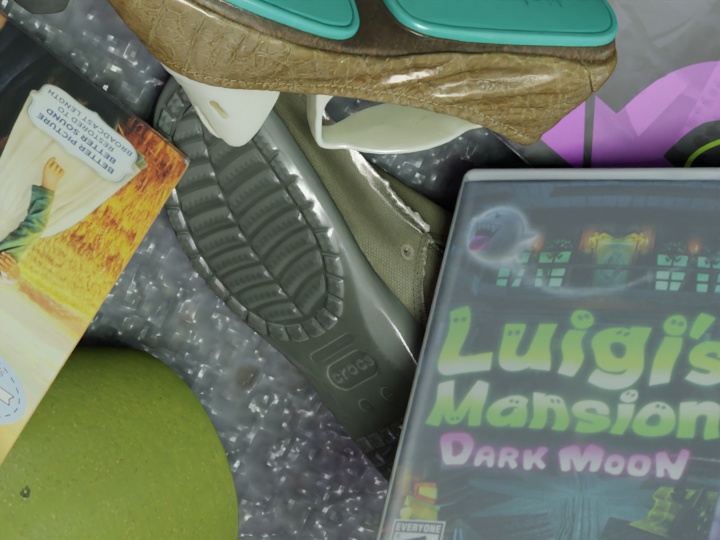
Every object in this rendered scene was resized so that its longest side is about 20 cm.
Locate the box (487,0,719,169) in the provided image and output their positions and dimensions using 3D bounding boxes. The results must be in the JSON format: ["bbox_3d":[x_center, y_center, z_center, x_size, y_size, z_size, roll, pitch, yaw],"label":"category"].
[{"bbox_3d":[0.132,-0.106,0.779,0.143,0.036,0.200,37,105,-20],"label":"box"}]

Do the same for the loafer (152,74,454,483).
[{"bbox_3d":[0.000,0.000,0.803,0.075,0.070,0.201,-21,110,44],"label":"loafer"}]

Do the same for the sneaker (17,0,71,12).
[{"bbox_3d":[-0.107,-0.180,0.690,0.078,0.076,0.202,12,112,-7],"label":"sneaker"}]

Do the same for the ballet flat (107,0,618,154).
[{"bbox_3d":[-0.010,-0.072,0.716,0.198,0.068,0.073,6,131,-29],"label":"ballet flat"}]

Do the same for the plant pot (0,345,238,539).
[{"bbox_3d":[-0.146,0.101,0.757,0.199,0.186,0.189,-23,122,-37],"label":"plant pot"}]

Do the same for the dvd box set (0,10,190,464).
[{"bbox_3d":[-0.152,-0.012,0.696,0.146,0.201,0.029,38,134,-10],"label":"dvd box set"}]

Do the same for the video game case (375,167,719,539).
[{"bbox_3d":[0.107,0.048,0.707,0.198,0.183,0.023,1,150,26],"label":"video game case"}]
